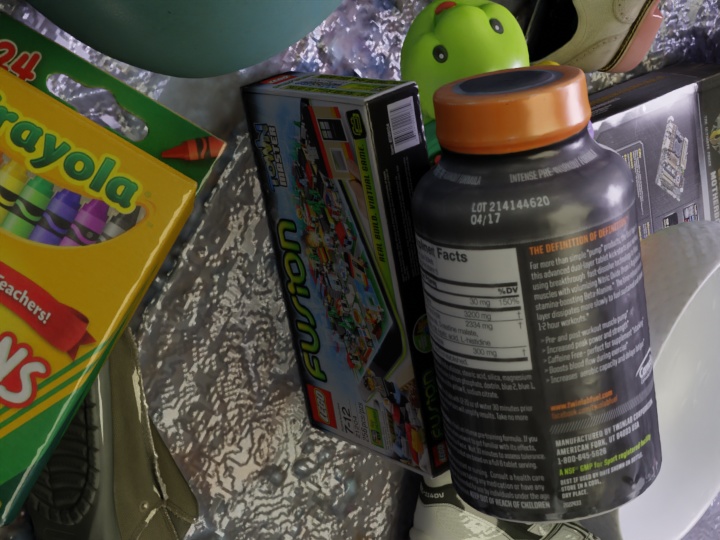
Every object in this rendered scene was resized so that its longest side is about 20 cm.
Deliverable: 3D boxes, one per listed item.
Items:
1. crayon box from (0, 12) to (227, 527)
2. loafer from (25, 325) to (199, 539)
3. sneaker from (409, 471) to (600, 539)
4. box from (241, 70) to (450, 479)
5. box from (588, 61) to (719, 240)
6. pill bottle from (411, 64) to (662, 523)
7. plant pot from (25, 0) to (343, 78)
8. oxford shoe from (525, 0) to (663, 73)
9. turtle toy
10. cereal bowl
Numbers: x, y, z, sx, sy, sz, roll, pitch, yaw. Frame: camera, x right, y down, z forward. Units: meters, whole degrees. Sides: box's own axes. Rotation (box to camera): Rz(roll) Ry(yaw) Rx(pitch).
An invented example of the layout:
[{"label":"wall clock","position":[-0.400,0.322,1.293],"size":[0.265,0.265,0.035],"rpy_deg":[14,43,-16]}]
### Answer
[{"label":"crayon box","position":[-0.158,-0.007,0.618],"size":[0.126,0.051,0.201],"rpy_deg":[29,78,-4]},{"label":"loafer","position":[-0.123,0.108,0.700],"size":[0.069,0.075,0.202],"rpy_deg":[-21,114,-48]},{"label":"sneaker","position":[0.119,0.138,0.888],"size":[0.199,0.075,0.089],"rpy_deg":[-6,103,-38]},{"label":"box","position":[0.000,0.000,0.744],"size":[0.035,0.110,0.202],"rpy_deg":[-23,112,-32]},{"label":"box","position":[0.185,-0.019,0.926],"size":[0.158,0.048,0.202],"rpy_deg":[-24,113,-33]},{"label":"pill bottle","position":[0.082,0.008,0.671],"size":[0.106,0.106,0.202],"rpy_deg":[-21,111,-34]},{"label":"plant pot","position":[-0.080,-0.181,0.596],"size":[0.201,0.200,0.161],"rpy_deg":[-53,138,-18]},{"label":"oxford shoe","position":[0.144,-0.187,0.801],"size":[0.073,0.071,0.201],"rpy_deg":[-11,139,-21]},{"label":"turtle toy","position":[0.072,-0.054,0.772],"size":[0.145,0.101,0.201],"rpy_deg":[-28,111,-11]},{"label":"cereal bowl","position":[0.169,0.061,0.830],"size":[0.199,0.083,0.202],"rpy_deg":[-31,132,-41]}]
